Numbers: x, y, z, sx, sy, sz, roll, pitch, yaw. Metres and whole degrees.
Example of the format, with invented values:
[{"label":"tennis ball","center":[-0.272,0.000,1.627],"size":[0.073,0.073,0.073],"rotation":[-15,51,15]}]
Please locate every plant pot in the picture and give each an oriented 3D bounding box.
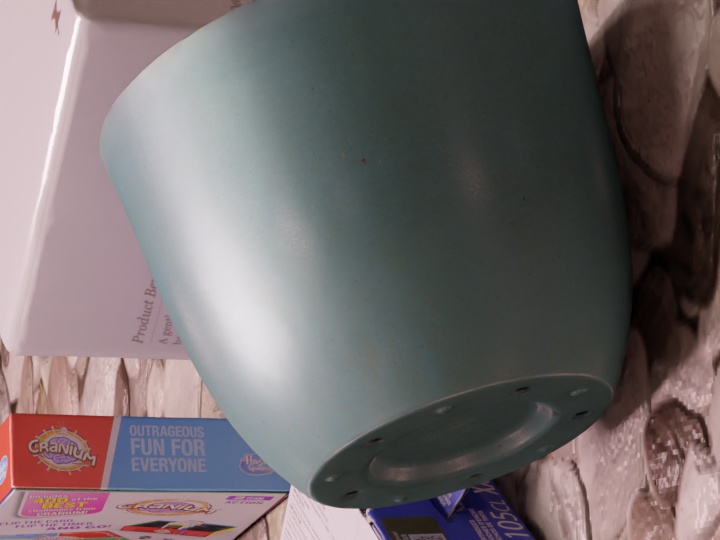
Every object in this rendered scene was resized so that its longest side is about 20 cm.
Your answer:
[{"label":"plant pot","center":[0.016,-0.003,1.171],"size":[0.201,0.200,0.161],"rotation":[-52,52,58]}]

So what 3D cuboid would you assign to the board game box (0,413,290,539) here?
[{"label":"board game box","center":[-0.139,0.126,1.619],"size":[0.200,0.152,0.040],"rotation":[137,132,-61]}]

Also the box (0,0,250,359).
[{"label":"box","center":[-0.096,-0.089,1.492],"size":[0.200,0.171,0.199],"rotation":[-114,32,-49]}]

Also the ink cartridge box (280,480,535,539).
[{"label":"ink cartridge box","center":[0.016,0.152,1.307],"size":[0.137,0.076,0.201],"rotation":[-125,40,-58]}]
